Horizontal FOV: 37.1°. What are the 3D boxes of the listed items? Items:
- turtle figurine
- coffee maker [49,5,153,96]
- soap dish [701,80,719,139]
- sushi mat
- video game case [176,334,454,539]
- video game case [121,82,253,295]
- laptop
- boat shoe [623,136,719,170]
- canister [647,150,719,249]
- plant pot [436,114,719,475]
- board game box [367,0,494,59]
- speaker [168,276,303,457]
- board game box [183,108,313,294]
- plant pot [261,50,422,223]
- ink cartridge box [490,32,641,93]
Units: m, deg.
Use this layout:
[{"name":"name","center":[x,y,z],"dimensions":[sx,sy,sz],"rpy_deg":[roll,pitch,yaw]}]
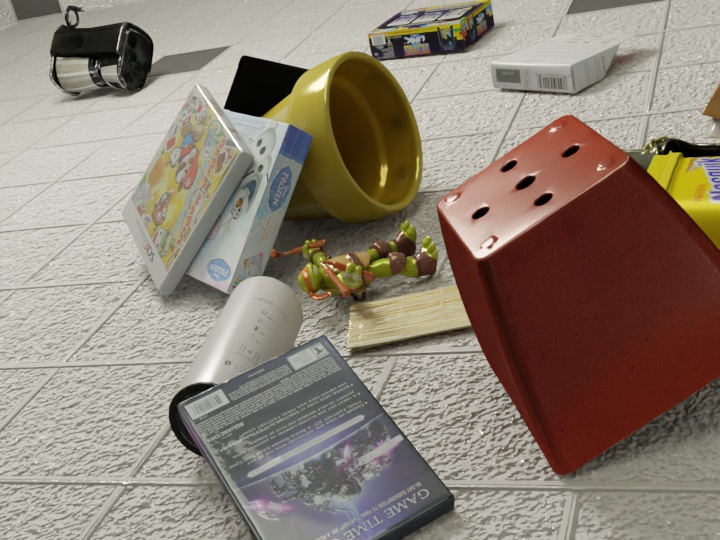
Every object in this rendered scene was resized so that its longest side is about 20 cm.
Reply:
[{"name":"turtle figurine","center":[0.000,0.000,1.142],"dimensions":[0.159,0.066,0.200],"rpy_deg":[-15,15,-20]},{"name":"coffee maker","center":[-0.557,-0.478,2.304],"dimensions":[0.197,0.196,0.134],"rpy_deg":[1,11,26]},{"name":"soap dish","center":[0.447,-0.170,1.144],"dimensions":[0.155,0.083,0.200],"rpy_deg":[14,13,16]},{"name":"sushi mat","center":[0.080,0.039,1.079],"dimensions":[0.196,0.012,0.096],"rpy_deg":[-12,25,5]},{"name":"video game case","center":[-0.039,0.143,0.836],"dimensions":[0.141,0.019,0.200],"rpy_deg":[-24,47,-21]},{"name":"video game case","center":[-0.214,-0.101,1.296],"dimensions":[0.023,0.201,0.182],"rpy_deg":[20,22,-38]},{"name":"laptop","center":[-0.158,-0.200,1.468],"dimensions":[0.198,0.118,0.186],"rpy_deg":[-8,-6,40]},{"name":"boat shoe","center":[0.354,-0.120,1.210],"dimensions":[0.072,0.061,0.200],"rpy_deg":[-29,29,-32]},{"name":"canister","center":[0.378,-0.058,1.037],"dimensions":[0.197,0.088,0.149],"rpy_deg":[1,28,26]},{"name":"plant pot","center":[0.169,-0.001,0.852],"dimensions":[0.198,0.177,0.200],"rpy_deg":[-34,25,4]},{"name":"board game box","center":[0.137,-0.462,2.060],"dimensions":[0.197,0.058,0.165],"rpy_deg":[1,26,30]},{"name":"speaker","center":[-0.111,0.084,1.003],"dimensions":[0.080,0.082,0.201],"rpy_deg":[-7,26,14]},{"name":"board game box","center":[-0.157,-0.085,1.274],"dimensions":[0.043,0.202,0.199],"rpy_deg":[22,-1,-39]},{"name":"plant pot","center":[-0.051,-0.148,1.349],"dimensions":[0.187,0.203,0.201],"rpy_deg":[-15,19,35]},{"name":"ink cartridge box","center":[0.329,-0.332,1.704],"dimensions":[0.198,0.058,0.161],"rpy_deg":[-23,25,-39]}]
